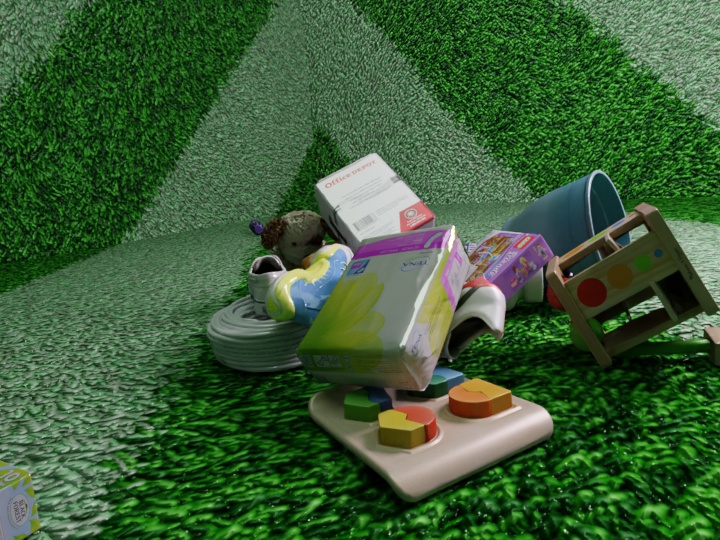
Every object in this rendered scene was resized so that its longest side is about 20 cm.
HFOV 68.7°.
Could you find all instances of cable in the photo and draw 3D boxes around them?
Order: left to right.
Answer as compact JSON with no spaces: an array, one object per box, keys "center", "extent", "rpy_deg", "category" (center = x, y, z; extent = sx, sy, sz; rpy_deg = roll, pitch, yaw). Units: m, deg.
[{"center":[-0.130,0.087,0.783],"extent":[0.194,0.072,0.198],"rpy_deg":[4,15,33],"category":"cable"}]

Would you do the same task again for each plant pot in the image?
[{"center":[0.360,-0.051,0.947],"extent":[0.184,0.208,0.197],"rpy_deg":[-14,2,43],"category":"plant pot"}]

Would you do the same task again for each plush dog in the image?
[{"center":[-0.120,-0.049,1.062],"extent":[0.193,0.175,0.164],"rpy_deg":[-8,54,-21],"category":"plush dog"}]

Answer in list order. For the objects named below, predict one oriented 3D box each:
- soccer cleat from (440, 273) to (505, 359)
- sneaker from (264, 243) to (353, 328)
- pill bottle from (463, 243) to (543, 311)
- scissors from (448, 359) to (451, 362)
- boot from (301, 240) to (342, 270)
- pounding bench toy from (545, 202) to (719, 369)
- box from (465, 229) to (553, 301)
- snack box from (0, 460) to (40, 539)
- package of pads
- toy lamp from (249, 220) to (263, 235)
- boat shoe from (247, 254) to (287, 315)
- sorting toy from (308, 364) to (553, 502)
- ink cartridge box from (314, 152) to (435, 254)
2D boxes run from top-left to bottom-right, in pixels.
[{"center":[0.086,0.074,0.647],"extent":[0.195,0.069,0.087],"rpy_deg":[-22,42,25],"category":"soccer cleat"},{"center":[-0.040,0.031,0.728],"extent":[0.103,0.078,0.199],"rpy_deg":[25,33,20],"category":"sneaker"},{"center":[0.205,0.011,0.889],"extent":[0.192,0.116,0.111],"rpy_deg":[-2,11,18],"category":"pill bottle"},{"center":[0.154,0.091,0.771],"extent":[0.070,0.015,0.200],"rpy_deg":[-4,11,6],"category":"scissors"},{"center":[-0.001,0.001,0.969],"extent":[0.195,0.072,0.146],"rpy_deg":[-16,57,-23],"category":"boot"},{"center":[0.333,0.051,0.641],"extent":[0.154,0.204,0.124],"rpy_deg":[-34,-5,24],"category":"pounding bench toy"},{"center":[0.164,0.024,0.759],"extent":[0.199,0.039,0.137],"rpy_deg":[-42,14,-5],"category":"box"},{"center":[-0.369,0.194,0.406],"extent":[0.193,0.055,0.141],"rpy_deg":[1,12,30],"category":"snack box"},{"center":[0.035,0.039,0.605],"extent":[0.150,0.069,0.203],"rpy_deg":[-6,40,37],"category":"package of pads"},{"center":[-0.462,-0.190,2.336],"extent":[0.056,0.061,0.199],"rpy_deg":[-8,9,-16],"category":"toy lamp"},{"center":[-0.142,0.010,0.805],"extent":[0.069,0.069,0.200],"rpy_deg":[-6,13,-7],"category":"boat shoe"},{"center":[0.061,0.137,0.529],"extent":[0.179,0.038,0.198],"rpy_deg":[-11,13,-27],"category":"sorting toy"},{"center":[0.023,-0.100,0.952],"extent":[0.141,0.085,0.202],"rpy_deg":[-28,56,-14],"category":"ink cartridge box"}]
